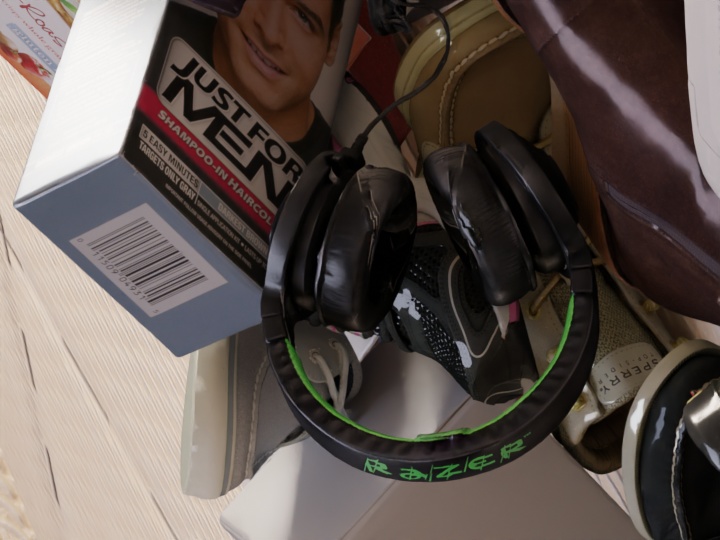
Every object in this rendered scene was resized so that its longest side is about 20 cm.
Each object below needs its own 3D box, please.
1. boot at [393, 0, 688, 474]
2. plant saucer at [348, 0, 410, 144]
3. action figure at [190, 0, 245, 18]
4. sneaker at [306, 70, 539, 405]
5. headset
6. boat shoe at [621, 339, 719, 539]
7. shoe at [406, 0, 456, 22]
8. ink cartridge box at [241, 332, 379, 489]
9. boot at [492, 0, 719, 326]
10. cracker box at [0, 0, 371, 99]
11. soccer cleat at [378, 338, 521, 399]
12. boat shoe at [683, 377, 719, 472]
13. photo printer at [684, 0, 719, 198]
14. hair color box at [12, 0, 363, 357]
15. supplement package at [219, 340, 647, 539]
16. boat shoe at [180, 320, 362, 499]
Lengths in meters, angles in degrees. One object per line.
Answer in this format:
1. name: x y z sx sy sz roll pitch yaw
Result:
1. boot: 0.078 -0.014 1.234 0.155 0.072 0.200 60 168 26
2. plant saucer: -0.027 -0.120 1.474 0.200 0.037 0.200 124 127 -71
3. action figure: 0.003 -0.176 1.115 0.069 0.200 0.130 34 -145 -22
4. sneaker: 0.000 0.000 1.224 0.200 0.086 0.080 47 162 51
5. headset: 0.020 -0.023 1.113 0.094 0.123 0.200 70 -168 -62
6. boat shoe: 0.154 0.108 1.140 0.066 0.074 0.200 33 150 41
7. shoe: 0.027 -0.162 1.193 0.091 0.071 0.200 61 169 1
8. ink cartridge box: -0.032 -0.016 1.439 0.176 0.045 0.200 -53 48 41
9. boot: 0.120 -0.060 1.063 0.166 0.072 0.200 41 153 44
10. cracker box: -0.104 -0.123 1.385 0.134 0.058 0.200 44 156 -23
11. soccer cleat: 0.038 0.015 1.406 0.200 0.070 0.086 21 132 69
12. boat shoe: 0.158 0.075 1.015 0.074 0.063 0.201 51 -178 31
13. photo printer: 0.173 -0.040 0.884 0.200 0.069 0.167 51 159 43
14. hair color box: -0.063 -0.075 1.201 0.099 0.061 0.200 45 -142 -30
15. supplement package: 0.060 0.140 1.286 0.200 0.120 0.121 46 173 -20
16. boat shoe: -0.034 0.036 1.271 0.201 0.071 0.070 -78 -4 -66
